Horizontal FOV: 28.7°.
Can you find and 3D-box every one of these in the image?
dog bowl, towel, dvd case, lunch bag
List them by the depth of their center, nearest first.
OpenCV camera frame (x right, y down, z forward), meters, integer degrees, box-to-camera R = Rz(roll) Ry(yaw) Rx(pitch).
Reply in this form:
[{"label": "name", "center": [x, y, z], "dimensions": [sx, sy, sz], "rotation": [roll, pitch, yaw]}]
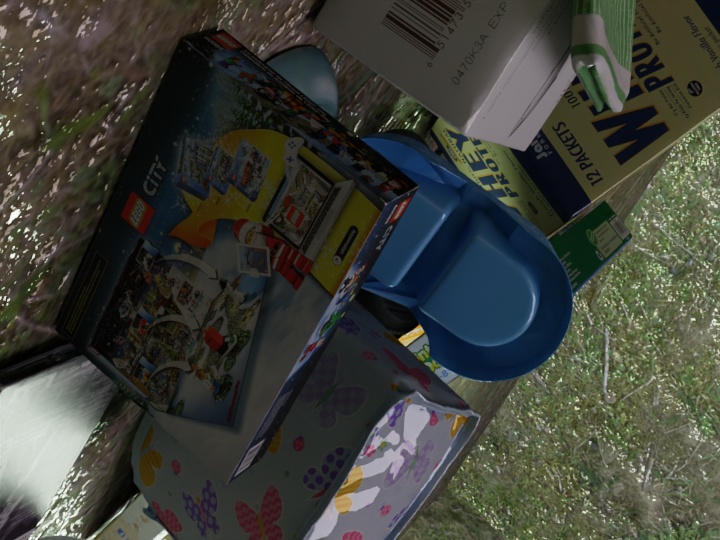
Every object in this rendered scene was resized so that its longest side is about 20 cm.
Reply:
[{"label": "towel", "center": [0.151, -0.204, 0.825], "dimensions": [0.152, 0.023, 0.203], "rotation": [14, 84, -73]}, {"label": "dvd case", "center": [-0.214, 0.121, 0.851], "dimensions": [0.201, 0.016, 0.148], "rotation": [-57, 166, 24]}, {"label": "lunch bag", "center": [-0.048, 0.119, 0.925], "dimensions": [0.201, 0.169, 0.127], "rotation": [-56, 143, 8]}, {"label": "dog bowl", "center": [0.050, -0.014, 0.926], "dimensions": [0.112, 0.199, 0.050], "rotation": [-53, -175, 24]}]

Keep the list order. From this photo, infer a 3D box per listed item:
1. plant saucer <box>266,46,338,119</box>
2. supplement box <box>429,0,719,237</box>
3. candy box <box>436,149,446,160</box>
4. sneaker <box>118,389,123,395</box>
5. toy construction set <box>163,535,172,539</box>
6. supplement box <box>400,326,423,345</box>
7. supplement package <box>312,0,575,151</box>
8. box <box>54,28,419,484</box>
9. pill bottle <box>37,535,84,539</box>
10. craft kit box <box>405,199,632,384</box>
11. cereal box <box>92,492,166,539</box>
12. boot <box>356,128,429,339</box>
[{"label": "plant saucer", "center": [-0.074, -0.048, 0.874], "dimensions": [0.201, 0.027, 0.200], "rotation": [-50, 167, -16]}, {"label": "supplement box", "center": [0.183, -0.134, 1.137], "dimensions": [0.199, 0.135, 0.200], "rotation": [-35, 177, -9]}, {"label": "candy box", "center": [0.145, -0.115, 1.376], "dimensions": [0.200, 0.071, 0.168], "rotation": [-48, 167, -16]}, {"label": "sneaker", "center": [-0.096, 0.065, 1.042], "dimensions": [0.105, 0.060, 0.200], "rotation": [-53, 163, 4]}, {"label": "toy construction set", "center": [-0.128, 0.252, 1.231], "dimensions": [0.132, 0.092, 0.200], "rotation": [-59, -169, -1]}, {"label": "supplement box", "center": [0.056, 0.047, 1.384], "dimensions": [0.125, 0.074, 0.200], "rotation": [-19, 161, -6]}, {"label": "supplement package", "center": [0.073, -0.158, 0.885], "dimensions": [0.118, 0.117, 0.200], "rotation": [-57, 167, 11]}, {"label": "box", "center": [-0.072, -0.004, 0.744], "dimensions": [0.038, 0.136, 0.201], "rotation": [-29, 154, -56]}, {"label": "pill bottle", "center": [-0.241, 0.287, 1.001], "dimensions": [0.201, 0.112, 0.112], "rotation": [-58, 166, 25]}, {"label": "craft kit box", "center": [0.101, 0.034, 1.079], "dimensions": [0.197, 0.049, 0.200], "rotation": [-41, 175, 26]}, {"label": "cereal box", "center": [-0.127, 0.161, 1.127], "dimensions": [0.144, 0.040, 0.200], "rotation": [-37, 175, -47]}, {"label": "boot", "center": [0.000, 0.001, 1.144], "dimensions": [0.200, 0.065, 0.167], "rotation": [129, -34, -61]}]
